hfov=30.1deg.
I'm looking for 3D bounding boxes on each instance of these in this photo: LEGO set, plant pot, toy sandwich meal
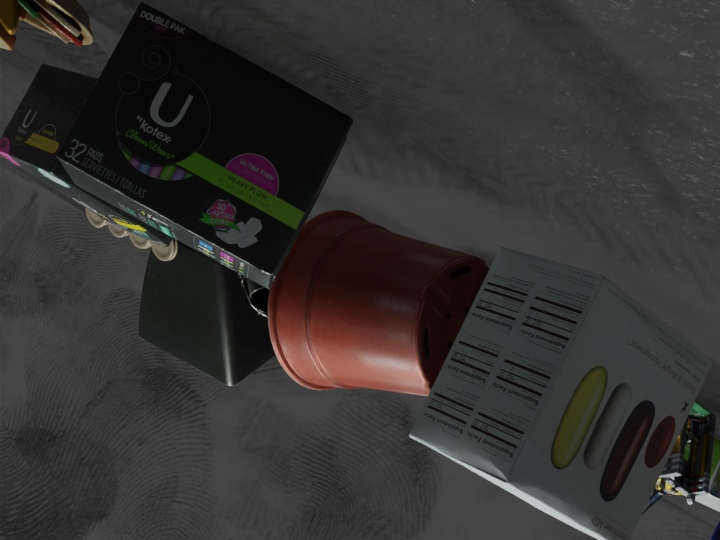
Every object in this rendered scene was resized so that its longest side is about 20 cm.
[{"bbox_3d":[0.313,0.199,1.536,0.152,0.117,0.200,-14,139,40],"label":"LEGO set"},{"bbox_3d":[0.038,0.046,1.433,0.194,0.203,0.200,10,163,42],"label":"plant pot"},{"bbox_3d":[-0.195,0.011,1.911,0.198,0.199,0.179,23,132,33],"label":"plant pot"},{"bbox_3d":[-0.342,-0.245,1.225,0.203,0.071,0.205,28,173,4],"label":"toy sandwich meal"}]

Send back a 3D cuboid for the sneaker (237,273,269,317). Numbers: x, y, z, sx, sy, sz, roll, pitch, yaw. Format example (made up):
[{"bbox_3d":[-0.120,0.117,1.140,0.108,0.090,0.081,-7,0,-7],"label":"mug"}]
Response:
[{"bbox_3d":[-0.148,-0.030,1.762,0.199,0.107,0.075,39,130,-12],"label":"sneaker"}]

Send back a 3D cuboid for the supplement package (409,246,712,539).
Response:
[{"bbox_3d":[0.190,0.120,1.256,0.190,0.202,0.146,32,172,-36],"label":"supplement package"}]

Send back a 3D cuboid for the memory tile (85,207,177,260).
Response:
[{"bbox_3d":[-0.314,-0.111,1.854,0.199,0.155,0.017,25,-152,37],"label":"memory tile"}]

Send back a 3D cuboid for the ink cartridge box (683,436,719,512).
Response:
[{"bbox_3d":[0.488,0.278,1.766,0.198,0.077,0.148,22,171,31],"label":"ink cartridge box"}]

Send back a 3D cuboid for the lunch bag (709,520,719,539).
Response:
[{"bbox_3d":[0.469,0.284,1.484,0.123,0.171,0.200,29,174,14],"label":"lunch bag"}]

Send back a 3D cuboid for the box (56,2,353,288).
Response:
[{"bbox_3d":[-0.128,-0.099,1.121,0.198,0.150,0.124,28,172,-2],"label":"box"}]

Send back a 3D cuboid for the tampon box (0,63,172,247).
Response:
[{"bbox_3d":[-0.313,-0.141,1.639,0.149,0.127,0.199,19,169,47],"label":"tampon box"}]

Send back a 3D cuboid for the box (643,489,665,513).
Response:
[{"bbox_3d":[0.351,0.273,1.939,0.198,0.050,0.197,25,-147,33],"label":"box"}]
